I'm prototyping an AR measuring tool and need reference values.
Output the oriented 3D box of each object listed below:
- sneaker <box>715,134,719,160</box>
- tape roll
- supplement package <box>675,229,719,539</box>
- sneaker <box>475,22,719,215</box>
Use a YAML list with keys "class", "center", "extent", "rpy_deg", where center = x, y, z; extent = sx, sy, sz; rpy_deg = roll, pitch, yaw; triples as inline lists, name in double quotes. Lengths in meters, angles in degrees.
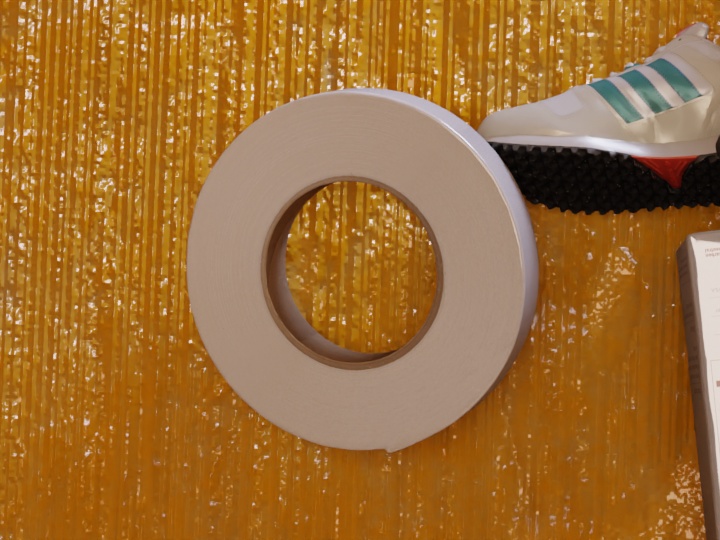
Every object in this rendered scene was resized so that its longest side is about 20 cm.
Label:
- class: "sneaker"
  center: [0.287, -0.063, 1.298]
  extent: [0.198, 0.070, 0.091]
  rpy_deg: [-11, 65, -10]
- class: "tape roll"
  center: [0.000, 0.000, 1.397]
  extent: [0.201, 0.037, 0.205]
  rpy_deg: [2, 97, 17]
- class: "supplement package"
  center: [0.239, 0.078, 1.351]
  extent: [0.116, 0.117, 0.202]
  rpy_deg: [-5, 87, 3]
- class: "sneaker"
  center: [0.164, -0.089, 1.404]
  extent: [0.198, 0.070, 0.094]
  rpy_deg: [-1, 60, 14]
